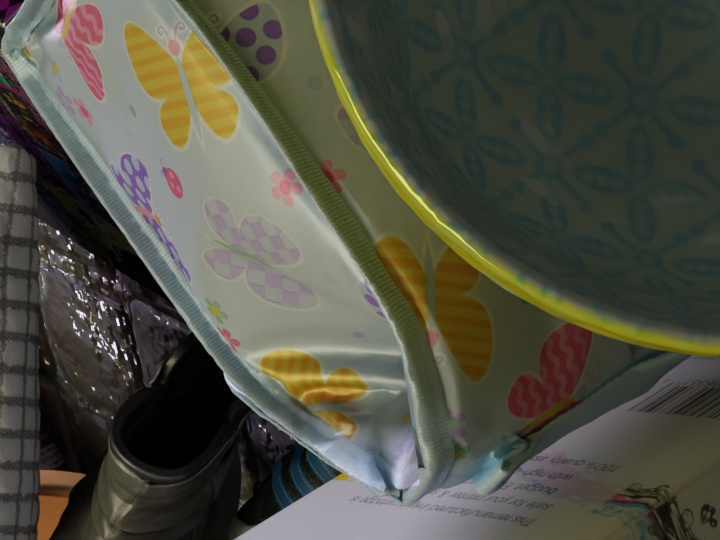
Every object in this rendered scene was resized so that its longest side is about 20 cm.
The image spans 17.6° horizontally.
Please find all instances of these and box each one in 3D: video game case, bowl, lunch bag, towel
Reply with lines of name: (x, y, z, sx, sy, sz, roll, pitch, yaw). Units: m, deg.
video game case: (-0.134, -0.071, 0.927, 0.181, 0.036, 0.200, 30, 162, 41)
bowl: (0.083, -0.071, 0.566, 0.200, 0.200, 0.108, 57, 172, 7)
lunch bag: (0.020, -0.042, 0.670, 0.200, 0.170, 0.127, 52, 150, 14)
towel: (-0.177, 0.032, 0.940, 0.200, 0.085, 0.166, 170, 100, -78)

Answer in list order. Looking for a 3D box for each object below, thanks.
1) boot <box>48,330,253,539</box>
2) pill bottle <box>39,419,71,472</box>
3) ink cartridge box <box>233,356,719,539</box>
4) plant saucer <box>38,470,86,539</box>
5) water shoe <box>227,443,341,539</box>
boot: (-0.069, 0.074, 0.940, 0.070, 0.200, 0.132, 28, 116, -3)
pill bottle: (-0.230, 0.066, 1.175, 0.200, 0.111, 0.111, 62, 149, 0)
ink cartridge box: (0.071, 0.118, 0.693, 0.147, 0.200, 0.145, 1, 115, 56)
plant saucer: (-0.140, 0.169, 1.104, 0.200, 0.037, 0.200, 2, 125, 3)
water shoe: (0.009, 0.071, 0.897, 0.200, 0.071, 0.079, -23, 69, 59)
